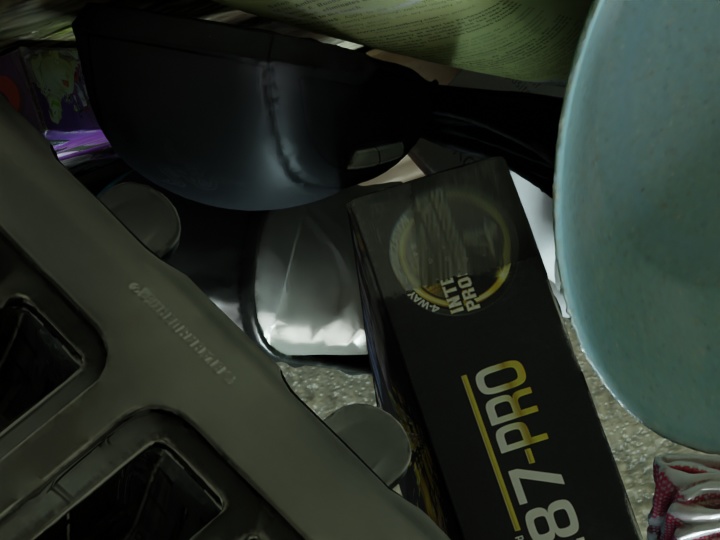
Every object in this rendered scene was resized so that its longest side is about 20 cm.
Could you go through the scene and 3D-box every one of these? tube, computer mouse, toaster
[{"bbox_3d":[0.030,-0.076,0.781,0.058,0.052,0.200,-54,162,17],"label":"tube"},{"bbox_3d":[0.005,-0.033,0.796,0.140,0.046,0.200,11,-177,10],"label":"computer mouse"},{"bbox_3d":[-0.095,0.079,0.716,0.200,0.181,0.119,-39,162,-22],"label":"toaster"}]

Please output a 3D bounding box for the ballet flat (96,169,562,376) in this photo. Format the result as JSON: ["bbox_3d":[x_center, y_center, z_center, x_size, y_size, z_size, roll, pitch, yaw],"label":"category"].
[{"bbox_3d":[0.000,0.000,0.910,0.068,0.068,0.200,5,177,33],"label":"ballet flat"}]

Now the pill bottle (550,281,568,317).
[{"bbox_3d":[0.120,-0.038,1.402,0.116,0.116,0.200,-20,178,12],"label":"pill bottle"}]

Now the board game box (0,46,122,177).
[{"bbox_3d":[-0.153,-0.017,0.852,0.200,0.032,0.120,-20,173,19],"label":"board game box"}]

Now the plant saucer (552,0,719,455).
[{"bbox_3d":[0.118,-0.050,0.790,0.201,0.201,0.039,-18,-149,-32],"label":"plant saucer"}]

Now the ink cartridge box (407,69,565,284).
[{"bbox_3d":[0.127,-0.061,1.010,0.176,0.045,0.200,-45,148,8],"label":"ink cartridge box"}]

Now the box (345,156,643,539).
[{"bbox_3d":[0.045,0.079,0.817,0.049,0.162,0.200,-15,161,-3],"label":"box"}]

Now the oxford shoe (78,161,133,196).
[{"bbox_3d":[-0.082,0.010,0.901,0.071,0.071,0.200,-7,-159,46],"label":"oxford shoe"}]

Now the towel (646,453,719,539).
[{"bbox_3d":[0.147,0.079,0.862,0.146,0.030,0.200,-13,159,-4],"label":"towel"}]

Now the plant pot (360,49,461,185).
[{"bbox_3d":[0.052,-0.041,1.121,0.200,0.093,0.201,-20,177,-1],"label":"plant pot"}]

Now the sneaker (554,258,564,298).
[{"bbox_3d":[0.143,-0.045,0.926,0.200,0.082,0.074,-50,146,18],"label":"sneaker"}]
